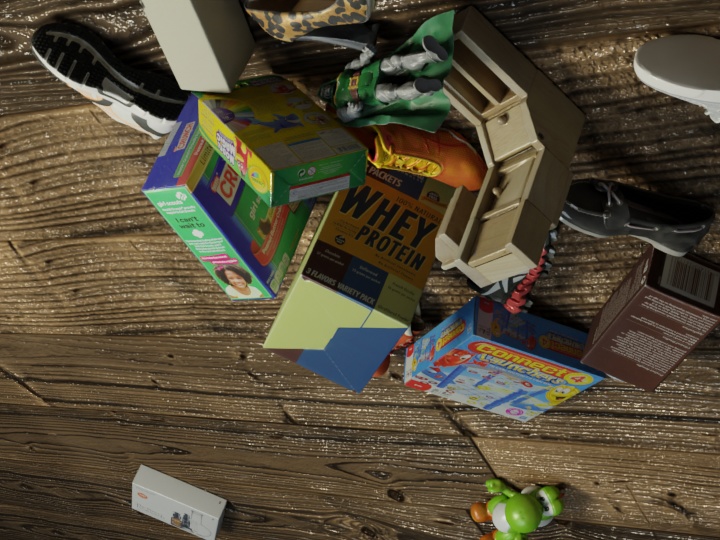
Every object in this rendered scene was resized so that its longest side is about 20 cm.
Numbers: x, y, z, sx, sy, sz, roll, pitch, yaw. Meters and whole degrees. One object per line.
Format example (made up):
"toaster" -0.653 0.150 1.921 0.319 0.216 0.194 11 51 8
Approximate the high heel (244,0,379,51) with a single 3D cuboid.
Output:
"high heel" -0.049 -0.283 1.128 0.141 0.072 0.200 14 156 4

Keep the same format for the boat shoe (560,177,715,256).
"boat shoe" 0.283 -0.066 1.212 0.198 0.067 0.057 13 137 -29

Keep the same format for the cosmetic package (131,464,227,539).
"cosmetic package" -0.388 0.498 2.489 0.198 0.052 0.151 22 145 3

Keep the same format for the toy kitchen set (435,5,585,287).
"toy kitchen set" 0.092 -0.108 1.175 0.180 0.201 0.163 39 144 -23

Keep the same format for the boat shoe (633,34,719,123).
"boat shoe" 0.347 -0.163 1.068 0.198 0.073 0.069 7 145 8

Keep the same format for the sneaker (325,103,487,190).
"sneaker" 0.047 -0.132 1.285 0.199 0.078 0.073 26 146 -6

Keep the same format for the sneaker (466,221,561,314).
"sneaker" 0.175 -0.022 1.367 0.097 0.071 0.201 19 149 2

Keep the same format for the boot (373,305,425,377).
"boot" 0.038 0.091 1.619 0.106 0.076 0.201 9 144 13

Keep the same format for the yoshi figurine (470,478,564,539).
"yoshi figurine" 0.245 0.398 1.898 0.112 0.112 0.200 37 143 -9

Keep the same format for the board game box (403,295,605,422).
"board game box" 0.187 0.122 1.539 0.198 0.056 0.196 18 150 -18

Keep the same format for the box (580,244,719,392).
"box" 0.346 0.058 1.375 0.099 0.075 0.201 23 146 0

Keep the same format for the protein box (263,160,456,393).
"protein box" 0.000 0.000 1.387 0.134 0.201 0.199 25 148 -4

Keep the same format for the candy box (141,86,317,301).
"candy box" -0.148 -0.091 1.379 0.076 0.170 0.200 -7 137 33

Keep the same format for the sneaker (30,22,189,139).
"sneaker" -0.303 -0.218 1.387 0.199 0.074 0.080 32 152 -9

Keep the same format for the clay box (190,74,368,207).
"clay box" -0.091 -0.143 1.237 0.200 0.114 0.048 45 141 44

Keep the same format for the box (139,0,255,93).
"box" -0.178 -0.284 1.206 0.068 0.083 0.201 7 143 22

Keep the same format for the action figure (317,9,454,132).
"action figure" 0.017 -0.186 1.164 0.054 0.119 0.199 19 169 -30
